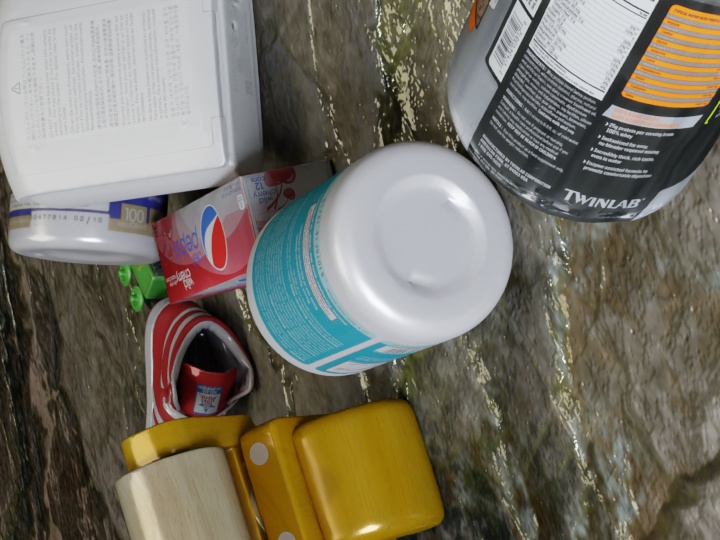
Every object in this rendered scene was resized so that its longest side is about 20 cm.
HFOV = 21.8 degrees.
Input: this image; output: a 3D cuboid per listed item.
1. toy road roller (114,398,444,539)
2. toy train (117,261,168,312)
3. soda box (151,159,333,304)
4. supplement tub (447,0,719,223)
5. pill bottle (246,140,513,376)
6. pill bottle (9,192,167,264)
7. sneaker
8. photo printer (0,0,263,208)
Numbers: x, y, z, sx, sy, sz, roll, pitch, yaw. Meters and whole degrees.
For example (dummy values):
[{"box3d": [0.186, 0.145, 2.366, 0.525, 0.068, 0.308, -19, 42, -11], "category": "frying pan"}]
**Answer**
[{"box3d": [-0.041, 0.141, 1.165, 0.145, 0.199, 0.124, -26, 75, 28], "category": "toy road roller"}, {"box3d": [-0.201, -0.046, 1.602, 0.201, 0.041, 0.057, 60, 141, 35], "category": "toy train"}, {"box3d": [-0.081, -0.024, 1.305, 0.200, 0.069, 0.064, -20, 83, 66], "category": "soda box"}, {"box3d": [0.117, -0.120, 0.760, 0.123, 0.121, 0.201, 66, 152, 26], "category": "supplement tub"}, {"box3d": [0.000, 0.000, 1.088, 0.200, 0.110, 0.112, -25, 78, 65], "category": "pill bottle"}, {"box3d": [-0.203, -0.111, 1.431, 0.119, 0.119, 0.202, 171, 103, -66], "category": "pill bottle"}, {"box3d": [-0.126, 0.125, 1.474, 0.112, 0.071, 0.202, -168, 70, -67], "category": "sneaker"}, {"box3d": [-0.169, -0.132, 1.307, 0.198, 0.069, 0.168, -7, 85, 24], "category": "photo printer"}]
